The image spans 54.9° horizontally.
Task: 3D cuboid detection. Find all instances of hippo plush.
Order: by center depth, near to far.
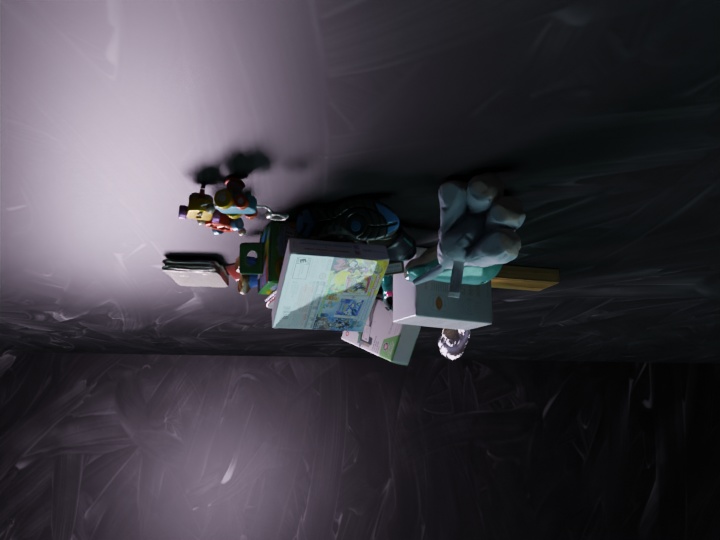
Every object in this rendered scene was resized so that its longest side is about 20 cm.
[{"bbox_3d":[0.210,-0.050,1.124,0.158,0.202,0.160,17,-173,36],"label":"hippo plush"}]

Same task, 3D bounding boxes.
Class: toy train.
[{"bbox_3d":[-0.217,-0.107,1.166,0.150,0.056,0.199,12,165,-43],"label":"toy train"}]

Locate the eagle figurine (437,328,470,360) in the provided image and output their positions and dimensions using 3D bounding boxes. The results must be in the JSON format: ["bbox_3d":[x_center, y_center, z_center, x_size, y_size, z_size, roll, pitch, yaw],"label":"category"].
[{"bbox_3d":[0.231,0.110,1.731,0.151,0.151,0.200,-38,141,-8],"label":"eagle figurine"}]

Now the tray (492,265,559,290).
[{"bbox_3d":[0.366,0.018,1.675,0.198,0.037,0.099,3,166,-15],"label":"tray"}]

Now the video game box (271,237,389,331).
[{"bbox_3d":[-0.059,0.031,1.274,0.181,0.047,0.201,6,134,-15],"label":"video game box"}]

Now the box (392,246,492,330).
[{"bbox_3d":[0.181,0.044,1.540,0.198,0.154,0.106,8,165,-25],"label":"box"}]

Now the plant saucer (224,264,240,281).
[{"bbox_3d":[-0.193,0.013,1.679,0.198,0.037,0.199,-9,164,35],"label":"plant saucer"}]

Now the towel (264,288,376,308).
[{"bbox_3d":[-0.083,0.063,1.392,0.198,0.023,0.144,5,166,-18],"label":"towel"}]

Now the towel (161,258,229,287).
[{"bbox_3d":[-0.393,0.007,1.668,0.131,0.035,0.200,3,167,-2],"label":"towel"}]

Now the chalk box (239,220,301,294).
[{"bbox_3d":[-0.136,-0.020,1.358,0.198,0.126,0.124,4,166,-19],"label":"chalk box"}]

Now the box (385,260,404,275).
[{"bbox_3d":[0.000,0.000,1.491,0.120,0.033,0.200,-9,-175,-21],"label":"box"}]

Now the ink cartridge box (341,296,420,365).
[{"bbox_3d":[0.058,0.153,1.876,0.199,0.147,0.084,18,179,43],"label":"ink cartridge box"}]

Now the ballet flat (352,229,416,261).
[{"bbox_3d":[0.019,-0.052,1.366,0.199,0.074,0.073,-3,167,39],"label":"ballet flat"}]

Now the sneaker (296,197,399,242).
[{"bbox_3d":[-0.014,-0.087,1.223,0.199,0.074,0.082,3,178,31],"label":"sneaker"}]

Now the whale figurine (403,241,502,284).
[{"bbox_3d":[0.184,-0.011,1.333,0.199,0.104,0.159,-21,167,-5],"label":"whale figurine"}]

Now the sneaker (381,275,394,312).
[{"bbox_3d":[0.117,0.050,1.631,0.083,0.122,0.199,-12,162,41],"label":"sneaker"}]

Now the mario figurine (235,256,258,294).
[{"bbox_3d":[-0.168,0.019,1.486,0.198,0.125,0.106,2,-176,-23],"label":"mario figurine"}]
